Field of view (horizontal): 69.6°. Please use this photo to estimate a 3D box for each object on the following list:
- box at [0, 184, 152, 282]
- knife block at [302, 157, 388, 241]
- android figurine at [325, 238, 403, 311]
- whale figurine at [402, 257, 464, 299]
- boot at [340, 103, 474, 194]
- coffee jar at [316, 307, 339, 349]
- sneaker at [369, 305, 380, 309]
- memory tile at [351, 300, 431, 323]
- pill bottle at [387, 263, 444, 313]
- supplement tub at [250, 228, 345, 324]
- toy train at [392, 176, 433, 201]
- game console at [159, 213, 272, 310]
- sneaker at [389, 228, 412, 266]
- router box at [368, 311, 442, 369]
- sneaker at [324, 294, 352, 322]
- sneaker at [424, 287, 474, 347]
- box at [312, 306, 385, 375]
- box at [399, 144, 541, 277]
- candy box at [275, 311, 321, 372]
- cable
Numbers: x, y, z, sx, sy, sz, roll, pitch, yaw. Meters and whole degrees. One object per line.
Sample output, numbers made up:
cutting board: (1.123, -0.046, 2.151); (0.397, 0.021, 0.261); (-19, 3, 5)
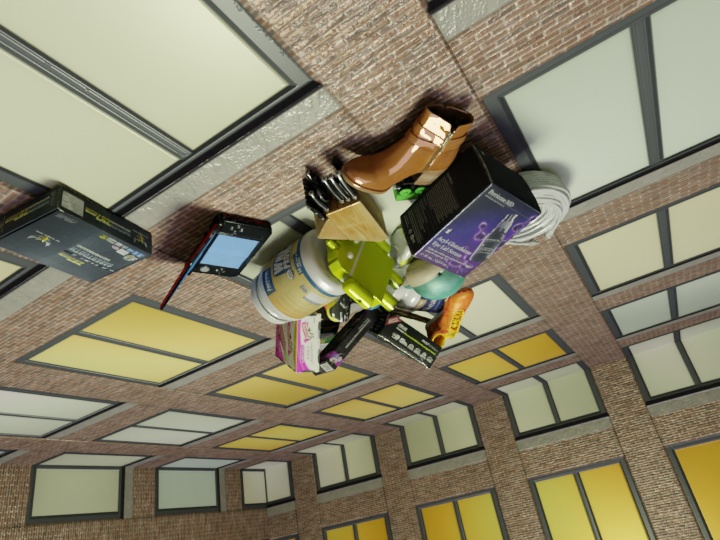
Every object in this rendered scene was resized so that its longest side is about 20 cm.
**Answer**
box: (-0.496, -0.055, 0.907); (0.156, 0.051, 0.200); (-19, 152, 17)
knife block: (-0.014, -0.128, 0.945); (0.198, 0.065, 0.176); (2, 150, -24)
android figurine: (0.008, -0.012, 1.050); (0.041, 0.183, 0.200); (-28, 117, 40)
whale figurine: (0.166, 0.000, 1.136); (0.159, 0.104, 0.200); (-37, -172, 4)
boot: (0.077, -0.196, 0.836); (0.198, 0.077, 0.155); (-2, 153, -24)
coffee jar: (-0.096, 0.124, 1.342); (0.084, 0.105, 0.201); (-3, 151, -12)
sneaker: (0.000, 0.000, 1.180); (0.073, 0.082, 0.201); (-22, 132, -13)
memory tile: (0.072, 0.101, 1.343); (0.199, 0.017, 0.153); (13, 174, 43)
pill bottle: (0.142, 0.044, 1.277); (0.198, 0.112, 0.111); (8, 147, -34)
supplement tub: (-0.123, 0.018, 1.088); (0.199, 0.146, 0.144); (-32, 147, 33)
toy train: (0.156, -0.161, 0.979); (0.198, 0.042, 0.056); (-7, 162, -9)
game console: (-0.281, -0.005, 1.012); (0.171, 0.120, 0.200); (9, 146, -34)
sneaker: (0.139, -0.071, 1.100); (0.104, 0.076, 0.200); (1, 149, -24)
router box: (0.097, 0.164, 1.280); (0.149, 0.062, 0.200); (35, 173, -9)
sneaker: (-0.066, 0.063, 1.188); (0.089, 0.079, 0.200); (2, -164, 4)
sneaker: (0.224, 0.116, 1.251); (0.072, 0.078, 0.201); (0, 138, -23)
box: (-0.034, 0.167, 1.258); (0.200, 0.036, 0.143); (-49, -174, -27)
box: (0.195, -0.101, 0.939); (0.147, 0.105, 0.200); (19, 132, -34)
candy box: (-0.156, 0.160, 1.261); (0.060, 0.138, 0.200); (1, -178, -24)
cable: (0.336, -0.128, 1.081); (0.198, 0.070, 0.201); (-2, 150, -16)
